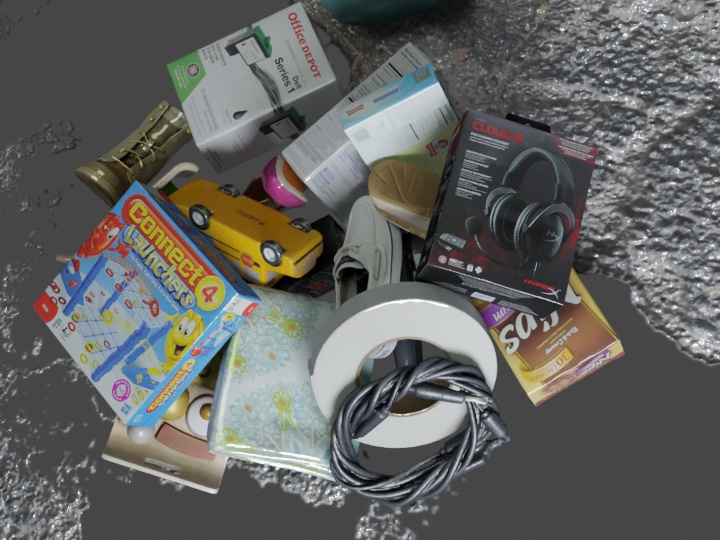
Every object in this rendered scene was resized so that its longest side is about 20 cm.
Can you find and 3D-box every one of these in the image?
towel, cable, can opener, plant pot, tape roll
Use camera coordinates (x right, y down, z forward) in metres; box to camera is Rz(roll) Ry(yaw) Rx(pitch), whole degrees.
[{"bbox_3d":[-0.076,0.127,1.210,0.171,0.048,0.201,14,75,-15],"label":"towel"},{"bbox_3d":[0.052,0.176,1.139,0.200,0.163,0.051,-25,34,11],"label":"cable"},{"bbox_3d":[0.051,0.029,1.243,0.078,0.063,0.201,-9,67,25],"label":"can opener"},{"bbox_3d":[0.021,-0.406,1.355,0.161,0.200,0.201,-25,63,25],"label":"plant pot"},{"bbox_3d":[0.046,0.105,1.147,0.202,0.203,0.037,-26,31,10],"label":"tape roll"}]

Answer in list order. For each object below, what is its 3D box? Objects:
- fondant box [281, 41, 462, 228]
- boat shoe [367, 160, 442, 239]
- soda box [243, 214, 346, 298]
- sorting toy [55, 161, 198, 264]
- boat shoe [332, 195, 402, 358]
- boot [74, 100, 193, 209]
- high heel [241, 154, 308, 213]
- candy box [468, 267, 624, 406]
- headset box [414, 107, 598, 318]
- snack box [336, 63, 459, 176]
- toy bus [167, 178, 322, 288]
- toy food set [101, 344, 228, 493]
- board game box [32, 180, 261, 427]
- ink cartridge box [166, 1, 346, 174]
[{"bbox_3d":[0.021,-0.157,1.280,0.200,0.144,0.058,-39,60,3],"label":"fondant box"},{"bbox_3d":[0.102,-0.061,1.197,0.200,0.069,0.074,26,71,8],"label":"boat shoe"},{"bbox_3d":[-0.103,0.012,1.308,0.200,0.063,0.071,-26,63,11],"label":"soda box"},{"bbox_3d":[-0.289,-0.066,1.343,0.200,0.185,0.037,-39,100,-9],"label":"sorting toy"},{"bbox_3d":[0.000,0.000,1.209,0.072,0.066,0.201,-18,61,42],"label":"boat shoe"},{"bbox_3d":[-0.285,-0.153,1.379,0.073,0.200,0.155,45,87,-3],"label":"boot"},{"bbox_3d":[-0.118,-0.092,1.288,0.096,0.200,0.067,-28,99,3],"label":"high heel"},{"bbox_3d":[0.193,0.035,1.192,0.117,0.056,0.200,-32,63,6],"label":"candy box"},{"bbox_3d":[0.156,-0.068,1.125,0.148,0.077,0.201,17,75,-4],"label":"headset box"},{"bbox_3d":[0.067,-0.138,1.223,0.116,0.200,0.037,-25,52,9],"label":"snack box"},{"bbox_3d":[-0.141,-0.041,1.252,0.200,0.078,0.065,26,44,24],"label":"toy bus"},{"bbox_3d":[-0.205,0.144,1.247,0.143,0.060,0.201,18,90,-4],"label":"toy food set"},{"bbox_3d":[-0.245,0.037,1.205,0.200,0.056,0.196,45,99,24],"label":"board game box"},{"bbox_3d":[-0.131,-0.239,1.392,0.200,0.084,0.146,-26,64,3],"label":"ink cartridge box"}]
